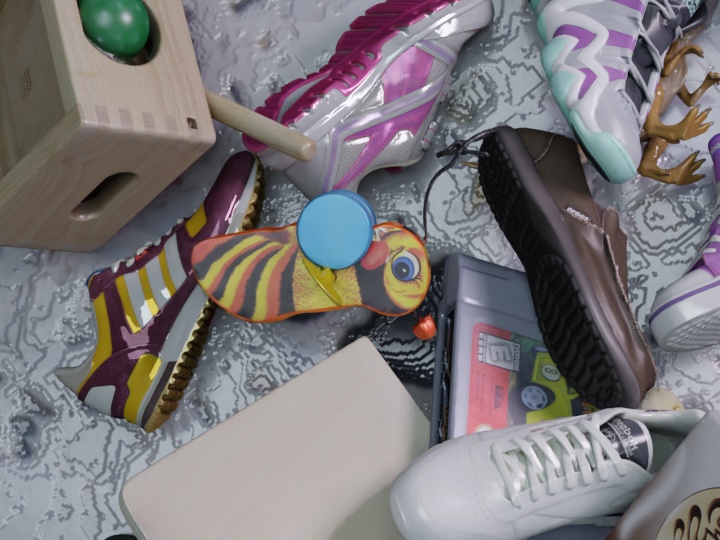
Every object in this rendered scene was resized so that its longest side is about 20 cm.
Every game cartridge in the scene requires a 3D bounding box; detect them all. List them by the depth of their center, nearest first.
[{"bbox_3d":[0.109,0.093,1.019,0.132,0.041,0.201,17,58,-21],"label":"game cartridge"}]

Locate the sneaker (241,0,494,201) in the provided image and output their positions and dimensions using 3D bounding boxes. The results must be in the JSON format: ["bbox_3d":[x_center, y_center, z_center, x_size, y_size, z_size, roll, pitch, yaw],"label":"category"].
[{"bbox_3d":[0.017,-0.115,1.098,0.200,0.081,0.089,-40,116,-13],"label":"sneaker"}]

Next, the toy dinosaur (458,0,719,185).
[{"bbox_3d":[0.178,-0.097,1.091,0.200,0.060,0.106,-43,49,-4],"label":"toy dinosaur"}]

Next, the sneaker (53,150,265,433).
[{"bbox_3d":[-0.133,0.002,1.096,0.090,0.075,0.201,24,84,5],"label":"sneaker"}]

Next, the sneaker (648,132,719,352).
[{"bbox_3d":[0.231,-0.026,1.030,0.200,0.073,0.115,-23,71,-35],"label":"sneaker"}]

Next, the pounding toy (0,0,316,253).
[{"bbox_3d":[-0.159,-0.113,1.052,0.200,0.141,0.185,-35,62,41],"label":"pounding toy"}]

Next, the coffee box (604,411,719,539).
[{"bbox_3d":[0.184,0.193,0.910,0.201,0.080,0.113,-53,55,16],"label":"coffee box"}]

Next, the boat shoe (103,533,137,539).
[{"bbox_3d":[-0.122,0.236,1.036,0.075,0.066,0.200,-45,57,8],"label":"boat shoe"}]

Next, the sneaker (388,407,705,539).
[{"bbox_3d":[0.109,0.112,0.939,0.199,0.081,0.077,-9,69,-28],"label":"sneaker"}]

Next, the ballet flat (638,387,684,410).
[{"bbox_3d":[0.218,0.155,1.009,0.057,0.066,0.201,-44,46,34],"label":"ballet flat"}]

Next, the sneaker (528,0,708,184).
[{"bbox_3d":[0.183,-0.154,1.035,0.139,0.078,0.201,-23,50,15],"label":"sneaker"}]

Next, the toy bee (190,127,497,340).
[{"bbox_3d":[0.000,0.000,1.018,0.199,0.131,0.110,-20,92,26],"label":"toy bee"}]

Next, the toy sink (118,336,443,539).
[{"bbox_3d":[-0.048,0.156,1.005,0.199,0.112,0.131,-31,77,-34],"label":"toy sink"}]

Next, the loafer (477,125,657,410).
[{"bbox_3d":[0.141,-0.009,1.017,0.070,0.073,0.201,-14,70,-19],"label":"loafer"}]
